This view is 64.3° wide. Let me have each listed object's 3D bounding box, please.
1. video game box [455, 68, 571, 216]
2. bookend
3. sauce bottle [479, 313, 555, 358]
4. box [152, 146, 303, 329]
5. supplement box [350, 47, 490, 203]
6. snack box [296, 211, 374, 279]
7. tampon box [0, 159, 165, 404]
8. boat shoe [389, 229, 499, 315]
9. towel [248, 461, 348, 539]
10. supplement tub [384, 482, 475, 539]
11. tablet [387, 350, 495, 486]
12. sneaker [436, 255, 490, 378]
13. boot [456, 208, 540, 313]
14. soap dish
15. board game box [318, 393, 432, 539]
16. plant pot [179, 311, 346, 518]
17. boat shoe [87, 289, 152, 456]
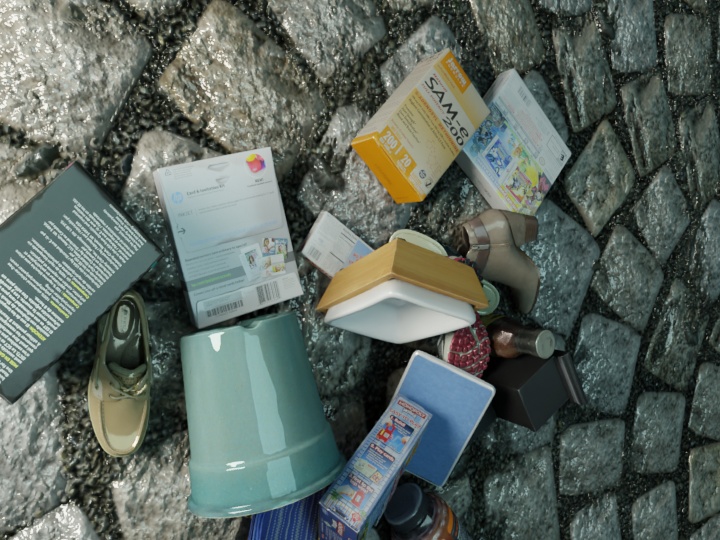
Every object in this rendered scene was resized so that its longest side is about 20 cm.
[{"bbox_3d":[0.263,-0.205,0.991,0.200,0.046,0.184,45,69,-24],"label":"video game box"},{"bbox_3d":[0.203,0.204,0.886,0.197,0.199,0.094,-35,107,-24],"label":"bookend"},{"bbox_3d":[0.214,0.101,0.888,0.065,0.199,0.068,-1,93,-31],"label":"sauce bottle"},{"bbox_3d":[-0.170,-0.045,0.752,0.153,0.041,0.205,-18,102,-28],"label":"box"},{"bbox_3d":[0.096,-0.219,0.878,0.126,0.073,0.201,46,70,-24],"label":"supplement box"},{"bbox_3d":[0.000,0.000,0.860,0.199,0.024,0.073,38,75,-25],"label":"snack box"},{"bbox_3d":[-0.331,0.006,0.598,0.201,0.149,0.127,-48,113,-19],"label":"tampon box"},{"bbox_3d":[0.129,-0.002,0.909,0.196,0.066,0.076,27,102,-5],"label":"boat shoe"},{"bbox_3d":[-0.079,0.346,0.784,0.198,0.023,0.148,12,89,-54],"label":"towel"},{"bbox_3d":[0.117,0.427,0.899,0.107,0.106,0.202,-43,112,-21],"label":"supplement tub"},{"bbox_3d":[0.102,0.222,0.846,0.128,0.014,0.203,24,115,5],"label":"tablet"},{"bbox_3d":[0.144,0.079,0.853,0.079,0.074,0.205,-6,99,-25],"label":"sneaker"},{"bbox_3d":[0.230,-0.008,0.973,0.143,0.070,0.205,-11,111,-16],"label":"boot"},{"bbox_3d":[0.052,0.034,0.775,0.155,0.199,0.083,18,66,-26],"label":"soap dish"},{"bbox_3d":[0.022,0.283,0.786,0.200,0.061,0.202,-49,158,-33],"label":"board game box"},{"bbox_3d":[-0.133,0.162,0.707,0.196,0.199,0.201,-12,90,-28],"label":"plant pot"},{"bbox_3d":[-0.282,0.124,0.679,0.071,0.065,0.206,2,91,-29],"label":"boat shoe"}]
